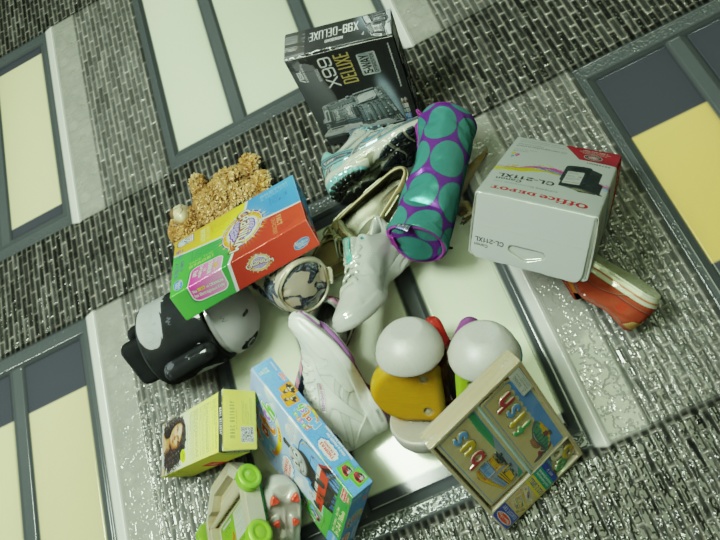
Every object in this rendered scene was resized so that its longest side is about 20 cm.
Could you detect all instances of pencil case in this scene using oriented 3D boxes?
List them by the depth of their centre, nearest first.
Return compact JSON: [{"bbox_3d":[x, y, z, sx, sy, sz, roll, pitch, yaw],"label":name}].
[{"bbox_3d":[0.094,-0.120,0.865,0.090,0.085,0.205,11,68,17],"label":"pencil case"},{"bbox_3d":[-0.114,-0.004,0.898,0.088,0.079,0.199,-34,31,-20],"label":"pencil case"}]

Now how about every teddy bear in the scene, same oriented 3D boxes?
[{"bbox_3d":[-0.229,-0.112,1.027,0.195,0.067,0.148,-22,62,8],"label":"teddy bear"}]

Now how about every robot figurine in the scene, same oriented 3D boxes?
[{"bbox_3d":[-0.238,0.086,0.924,0.196,0.125,0.153,-25,67,7],"label":"robot figurine"}]

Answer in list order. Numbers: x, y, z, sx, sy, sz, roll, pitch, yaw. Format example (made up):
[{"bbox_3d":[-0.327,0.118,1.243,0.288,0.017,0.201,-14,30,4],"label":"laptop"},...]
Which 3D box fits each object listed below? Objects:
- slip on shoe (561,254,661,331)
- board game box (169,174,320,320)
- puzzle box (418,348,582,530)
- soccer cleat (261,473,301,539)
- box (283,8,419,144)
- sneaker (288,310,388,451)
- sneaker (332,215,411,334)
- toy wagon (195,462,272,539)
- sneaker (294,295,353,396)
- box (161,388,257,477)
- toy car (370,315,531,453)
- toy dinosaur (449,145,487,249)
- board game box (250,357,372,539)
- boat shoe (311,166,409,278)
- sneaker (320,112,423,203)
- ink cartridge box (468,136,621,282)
[{"bbox_3d":[0.278,0.005,0.820,0.199,0.073,0.062,39,117,32],"label":"slip on shoe"},{"bbox_3d":[-0.157,-0.036,0.862,0.197,0.041,0.154,-29,32,3],"label":"board game box"},{"bbox_3d":[0.161,0.194,0.715,0.133,0.201,0.025,-42,34,-2],"label":"puzzle box"},{"bbox_3d":[-0.104,0.360,0.811,0.067,0.077,0.207,5,85,-20],"label":"soccer cleat"},{"bbox_3d":[-0.005,-0.273,0.941,0.153,0.201,0.051,-8,64,14],"label":"box"},{"bbox_3d":[-0.043,0.145,0.803,0.099,0.203,0.075,-34,18,-10],"label":"sneaker"},{"bbox_3d":[0.000,0.000,0.850,0.074,0.089,0.201,-28,17,38],"label":"sneaker"},{"bbox_3d":[-0.150,0.344,0.786,0.156,0.039,0.203,-55,41,34],"label":"toy wagon"},{"bbox_3d":[-0.061,0.131,0.869,0.068,0.082,0.206,6,72,17],"label":"sneaker"},{"bbox_3d":[-0.202,0.216,0.841,0.199,0.049,0.077,-34,55,44],"label":"box"},{"bbox_3d":[0.115,0.122,0.792,0.194,0.179,0.151,1,33,18],"label":"toy car"},{"bbox_3d":[0.127,-0.100,0.912,0.199,0.058,0.101,-41,62,-1],"label":"toy dinosaur"},{"bbox_3d":[-0.070,0.228,0.801,0.036,0.154,0.200,-26,57,-31],"label":"board game box"},{"bbox_3d":[-0.002,-0.069,0.938,0.199,0.063,0.074,-40,63,0],"label":"boat shoe"},{"bbox_3d":[0.023,-0.192,0.971,0.197,0.078,0.088,-30,61,5],"label":"sneaker"},{"bbox_3d":[0.232,-0.084,0.798,0.142,0.085,0.200,15,34,21],"label":"ink cartridge box"}]
